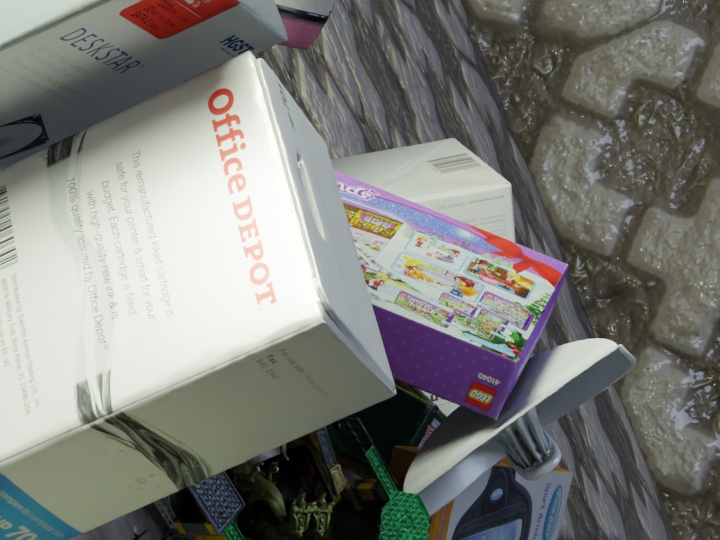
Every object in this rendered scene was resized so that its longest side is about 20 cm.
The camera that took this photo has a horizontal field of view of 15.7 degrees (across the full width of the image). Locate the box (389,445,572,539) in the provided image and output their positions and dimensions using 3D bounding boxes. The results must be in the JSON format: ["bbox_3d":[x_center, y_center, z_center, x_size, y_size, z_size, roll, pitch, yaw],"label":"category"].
[{"bbox_3d":[0.065,0.167,1.515,0.200,0.041,0.119,12,92,-60],"label":"box"}]

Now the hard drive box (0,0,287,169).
[{"bbox_3d":[-0.153,-0.110,1.144,0.077,0.200,0.156,69,12,12],"label":"hard drive box"}]

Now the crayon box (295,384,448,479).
[{"bbox_3d":[-0.028,0.075,1.555,0.200,0.051,0.127,27,-8,28],"label":"crayon box"}]

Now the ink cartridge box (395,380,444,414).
[{"bbox_3d":[-0.038,0.012,1.541,0.200,0.047,0.198,24,-11,29],"label":"ink cartridge box"}]

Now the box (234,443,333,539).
[{"bbox_3d":[-0.029,0.205,1.480,0.159,0.048,0.200,64,12,-10],"label":"box"}]

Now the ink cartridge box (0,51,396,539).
[{"bbox_3d":[-0.102,0.018,1.121,0.086,0.200,0.147,51,19,-53],"label":"ink cartridge box"}]

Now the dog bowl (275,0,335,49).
[{"bbox_3d":[-0.103,-0.189,1.607,0.200,0.200,0.074,-11,115,-79],"label":"dog bowl"}]

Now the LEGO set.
[{"bbox_3d":[-0.072,0.102,1.266,0.200,0.116,0.154,54,53,-30],"label":"LEGO set"}]

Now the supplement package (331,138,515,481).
[{"bbox_3d":[0.033,0.031,1.715,0.121,0.120,0.200,-133,-144,-66],"label":"supplement package"}]

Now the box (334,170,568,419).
[{"bbox_3d":[0.000,0.000,1.375,0.137,0.200,0.039,-53,164,-63],"label":"box"}]

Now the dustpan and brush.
[{"bbox_3d":[0.084,0.086,1.402,0.057,0.140,0.200,54,1,-8],"label":"dustpan and brush"}]
